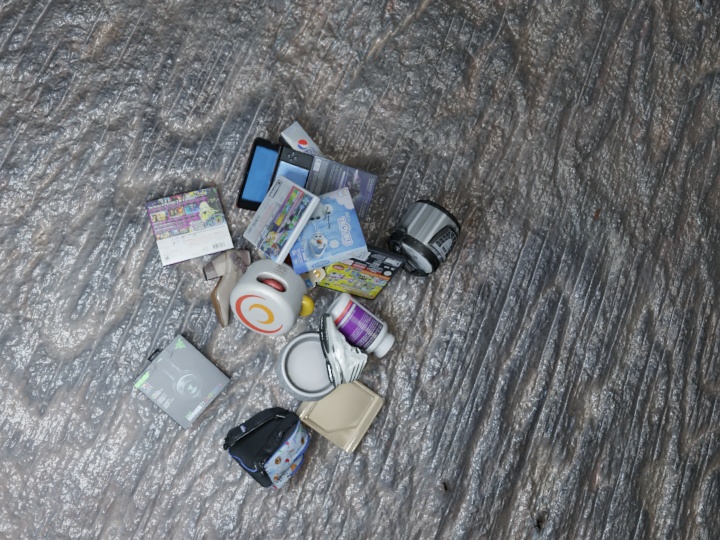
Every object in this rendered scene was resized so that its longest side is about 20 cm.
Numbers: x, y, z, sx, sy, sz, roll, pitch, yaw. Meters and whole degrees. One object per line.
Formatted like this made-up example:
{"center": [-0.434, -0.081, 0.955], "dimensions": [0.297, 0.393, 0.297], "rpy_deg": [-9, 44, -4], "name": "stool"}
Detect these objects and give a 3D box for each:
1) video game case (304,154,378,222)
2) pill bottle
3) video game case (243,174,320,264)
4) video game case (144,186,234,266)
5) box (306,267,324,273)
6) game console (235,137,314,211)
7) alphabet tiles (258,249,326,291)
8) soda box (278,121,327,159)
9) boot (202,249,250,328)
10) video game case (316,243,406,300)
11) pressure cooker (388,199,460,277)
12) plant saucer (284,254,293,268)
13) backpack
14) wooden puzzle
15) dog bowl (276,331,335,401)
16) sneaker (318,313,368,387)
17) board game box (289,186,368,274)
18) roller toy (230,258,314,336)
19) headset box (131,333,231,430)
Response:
{"center": [-0.059, -0.232, 1.719], "dimensions": [0.199, 0.019, 0.144], "rpy_deg": [15, 97, -20], "name": "video game case"}
{"center": [-0.002, 0.162, 1.725], "dimensions": [0.200, 0.112, 0.113], "rpy_deg": [38, 76, -9], "name": "pill bottle"}
{"center": [-0.213, -0.140, 1.594], "dimensions": [0.023, 0.182, 0.201], "rpy_deg": [28, 95, -48], "name": "video game case"}
{"center": [-0.471, -0.122, 1.657], "dimensions": [0.199, 0.036, 0.182], "rpy_deg": [-17, 89, -17], "name": "video game case"}
{"center": [-0.125, -0.021, 1.742], "dimensions": [0.199, 0.048, 0.118], "rpy_deg": [-1, 86, -18], "name": "box"}
{"center": [-0.230, -0.246, 1.666], "dimensions": [0.171, 0.119, 0.201], "rpy_deg": [18, 99, -2], "name": "game console"}
{"center": [-0.193, -0.021, 1.687], "dimensions": [0.200, 0.015, 0.196], "rpy_deg": [-43, 74, 7], "name": "alphabet tiles"}
{"center": [-0.152, -0.333, 1.754], "dimensions": [0.063, 0.068, 0.200], "rpy_deg": [-41, 96, -14], "name": "soda box"}
{"center": [-0.347, 0.042, 1.665], "dimensions": [0.146, 0.070, 0.201], "rpy_deg": [-19, 102, -28], "name": "boot"}
{"center": [0.000, 0.000, 1.698], "dimensions": [0.199, 0.181, 0.026], "rpy_deg": [16, 39, -29], "name": "video game case"}
{"center": [0.181, -0.084, 1.773], "dimensions": [0.176, 0.179, 0.200], "rpy_deg": [35, 75, 4], "name": "pressure cooker"}
{"center": [-0.162, -0.098, 1.657], "dimensions": [0.199, 0.032, 0.202], "rpy_deg": [-1, 74, 3], "name": "plant saucer"}
{"center": [-0.230, 0.467, 1.595], "dimensions": [0.191, 0.199, 0.154], "rpy_deg": [-46, 128, -22], "name": "backpack"}
{"center": [-0.060, 0.395, 1.728], "dimensions": [0.200, 0.037, 0.185], "rpy_deg": [35, 76, -5], "name": "wooden puzzle"}
{"center": [-0.136, 0.267, 1.688], "dimensions": [0.199, 0.059, 0.201], "rpy_deg": [2, 78, -9], "name": "dog bowl"}
{"center": [-0.045, 0.211, 1.656], "dimensions": [0.115, 0.076, 0.202], "rpy_deg": [-10, 87, -20], "name": "sneaker"}
{"center": [-0.101, -0.108, 1.597], "dimensions": [0.198, 0.043, 0.201], "rpy_deg": [-17, 60, -2], "name": "board game box"}
{"center": [-0.238, 0.067, 1.594], "dimensions": [0.183, 0.199, 0.140], "rpy_deg": [62, 34, -30], "name": "roller toy"}
{"center": [-0.475, 0.286, 1.586], "dimensions": [0.200, 0.093, 0.174], "rpy_deg": [45, 74, -7], "name": "headset box"}
